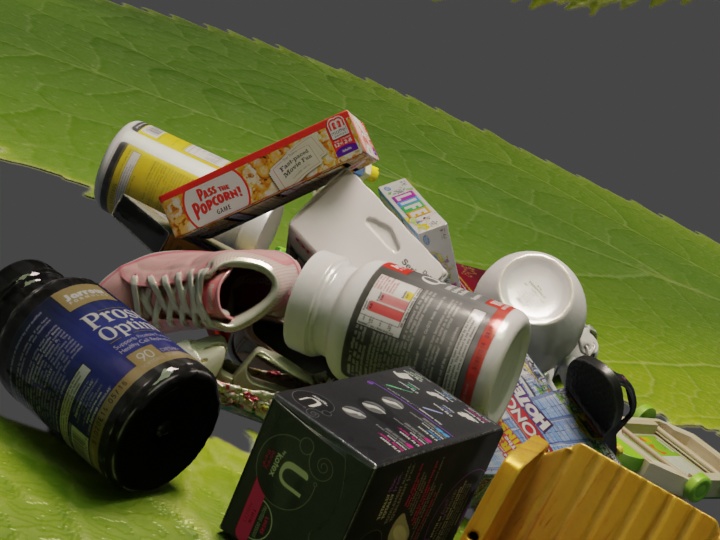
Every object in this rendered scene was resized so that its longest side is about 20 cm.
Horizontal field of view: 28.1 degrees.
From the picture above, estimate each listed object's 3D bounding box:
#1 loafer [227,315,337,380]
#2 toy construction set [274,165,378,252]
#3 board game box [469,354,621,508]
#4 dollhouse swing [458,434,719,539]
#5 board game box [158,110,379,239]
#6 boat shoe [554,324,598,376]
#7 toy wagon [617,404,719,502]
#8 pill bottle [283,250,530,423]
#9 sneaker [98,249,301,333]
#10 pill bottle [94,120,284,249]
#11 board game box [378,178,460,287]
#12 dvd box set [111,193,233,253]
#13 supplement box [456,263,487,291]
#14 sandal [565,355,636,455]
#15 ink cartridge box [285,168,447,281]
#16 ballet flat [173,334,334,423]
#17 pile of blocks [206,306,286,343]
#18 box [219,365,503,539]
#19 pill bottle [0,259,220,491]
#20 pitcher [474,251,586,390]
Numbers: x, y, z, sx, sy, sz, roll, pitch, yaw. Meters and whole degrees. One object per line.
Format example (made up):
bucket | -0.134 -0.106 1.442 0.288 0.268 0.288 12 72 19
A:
loafer | -0.026 0.090 1.357 0.199 0.072 0.063 17 -23 -10
toy construction set | -0.048 -0.047 1.634 0.091 0.200 0.132 8 51 -16
board game box | 0.125 0.144 1.342 0.199 0.062 0.201 -8 57 -51
dollhouse swing | 0.162 0.229 1.052 0.199 0.183 0.176 29 -3 19
board game box | -0.085 -0.091 1.415 0.151 0.199 0.047 -10 76 -85
boat shoe | 0.258 0.091 1.751 0.065 0.074 0.200 21 17 9
toy wagon | 0.319 0.199 1.557 0.199 0.040 0.155 7 22 -41
pill bottle | 0.039 0.058 1.265 0.199 0.117 0.116 20 15 18
sneaker | -0.155 0.020 1.292 0.199 0.076 0.105 -8 5 5
pill bottle | -0.193 -0.083 1.634 0.199 0.113 0.112 25 17 8
board game box | 0.075 0.017 1.554 0.034 0.201 0.135 -19 29 -9
dvd box set | -0.150 -0.009 1.496 0.199 0.030 0.146 28 4 -34
supplement box | 0.107 0.031 1.762 0.199 0.061 0.109 13 19 -27
sandal | 0.239 0.135 1.418 0.075 0.048 0.201 52 -15 28
ink cartridge box | 0.000 0.000 1.444 0.145 0.084 0.200 46 -12 6
ballet flat | -0.113 0.092 1.277 0.199 0.064 0.076 17 19 -17
pile of blocks | -0.107 0.059 1.424 0.198 0.082 0.063 13 62 -3
box | 0.005 0.159 1.117 0.106 0.123 0.199 32 18 27
pill bottle | -0.212 0.075 1.118 0.199 0.112 0.112 33 20 31
pitcher | 0.191 0.077 1.531 0.172 0.121 0.200 46 -18 17
